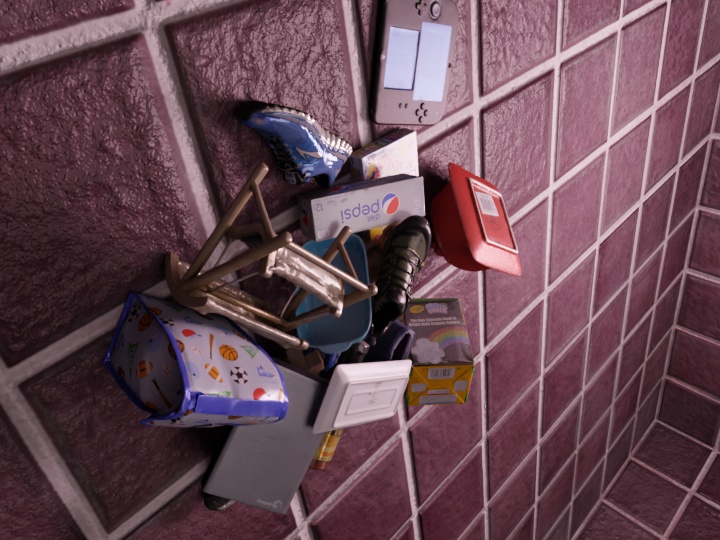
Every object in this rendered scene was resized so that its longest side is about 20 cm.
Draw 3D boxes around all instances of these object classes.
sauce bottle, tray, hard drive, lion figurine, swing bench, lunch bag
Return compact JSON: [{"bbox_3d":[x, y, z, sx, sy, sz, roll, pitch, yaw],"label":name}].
[{"bbox_3d":[-0.042,0.203,0.906,0.065,0.065,0.206,17,96,-48],"label":"sauce bottle"},{"bbox_3d":[0.013,0.192,0.885,0.197,0.022,0.111,7,106,-52],"label":"tray"},{"bbox_3d":[-0.125,0.238,0.838,0.137,0.033,0.205,26,93,-27],"label":"hard drive"},{"bbox_3d":[0.000,0.000,0.967,0.193,0.073,0.127,-16,110,-12],"label":"lion figurine"},{"bbox_3d":[-0.118,0.008,0.772,0.198,0.132,0.197,-39,142,18],"label":"swing bench"},{"bbox_3d":[-0.204,0.131,0.737,0.168,0.197,0.128,19,95,-49],"label":"lunch bag"}]

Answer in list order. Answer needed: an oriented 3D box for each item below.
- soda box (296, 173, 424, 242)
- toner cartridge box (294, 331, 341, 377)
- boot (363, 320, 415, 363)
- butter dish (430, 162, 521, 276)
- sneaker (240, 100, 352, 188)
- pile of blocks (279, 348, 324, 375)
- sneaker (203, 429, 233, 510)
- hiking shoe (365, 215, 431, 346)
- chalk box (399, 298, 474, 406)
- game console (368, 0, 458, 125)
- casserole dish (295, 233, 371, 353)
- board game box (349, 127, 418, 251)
[{"bbox_3d":[0.003,-0.101,0.907,0.194,0.068,0.066,-15,109,-24],"label":"soda box"},{"bbox_3d":[-0.085,0.187,0.971,0.042,0.094,0.207,8,101,-45],"label":"toner cartridge box"},{"bbox_3d":[0.012,0.168,0.968,0.072,0.089,0.205,27,90,-41],"label":"boot"},{"bbox_3d":[0.200,-0.074,1.130,0.196,0.145,0.207,12,60,-47],"label":"butter dish"},{"bbox_3d":[-0.090,-0.169,0.814,0.197,0.077,0.092,21,90,-49],"label":"sneaker"},{"bbox_3d":[-0.122,0.181,0.921,0.081,0.063,0.200,13,128,-49],"label":"pile of blocks"},{"bbox_3d":[-0.202,0.292,0.893,0.089,0.067,0.201,24,116,-35],"label":"sneaker"},{"bbox_3d":[0.061,0.018,0.896,0.074,0.101,0.205,20,105,-17],"label":"hiking shoe"},{"bbox_3d":[0.136,0.139,1.125,0.119,0.204,0.127,-1,133,-3],"label":"chalk box"},{"bbox_3d":[0.090,-0.346,0.961,0.173,0.031,0.208,-13,116,-44],"label":"game console"},{"bbox_3d":[-0.040,0.035,0.896,0.039,0.116,0.207,64,18,-60],"label":"casserole dish"},{"bbox_3d":[0.048,-0.125,1.015,0.133,0.034,0.206,-32,129,-33],"label":"board game box"}]
